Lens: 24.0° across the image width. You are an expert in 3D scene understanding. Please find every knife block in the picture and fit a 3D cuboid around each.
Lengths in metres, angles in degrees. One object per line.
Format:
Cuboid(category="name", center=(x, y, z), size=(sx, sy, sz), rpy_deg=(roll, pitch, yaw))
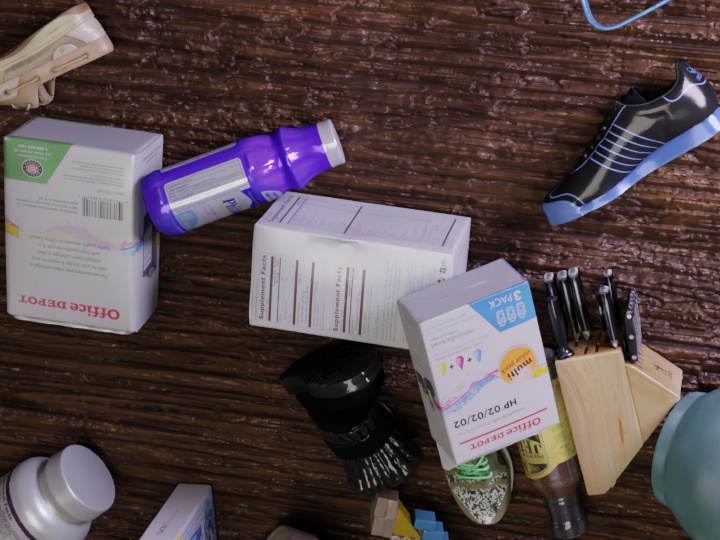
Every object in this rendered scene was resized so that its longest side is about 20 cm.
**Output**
Cuboid(category="knife block", center=(0.226, 0.103, 1.703), size=(0.175, 0.064, 0.200), rpy_deg=(32, 115, 0))

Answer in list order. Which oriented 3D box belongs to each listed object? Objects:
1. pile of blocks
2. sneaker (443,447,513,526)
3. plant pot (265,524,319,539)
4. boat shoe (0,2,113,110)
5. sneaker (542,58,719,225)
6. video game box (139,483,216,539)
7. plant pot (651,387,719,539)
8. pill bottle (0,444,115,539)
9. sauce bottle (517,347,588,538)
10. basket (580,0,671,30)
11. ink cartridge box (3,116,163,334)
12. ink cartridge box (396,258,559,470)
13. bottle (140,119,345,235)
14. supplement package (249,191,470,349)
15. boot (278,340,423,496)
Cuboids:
Cuboid(category="pile of blocks", center=(0.075, 0.301, 1.824), size=(0.082, 0.062, 0.200), rpy_deg=(-26, 112, 9))
Cuboid(category="sneaker", center=(0.110, 0.183, 1.748), size=(0.077, 0.089, 0.200), rpy_deg=(-6, 110, 15))
Cuboid(category="plant pot", center=(-0.035, 0.396, 1.830), size=(0.173, 0.200, 0.200), rpy_deg=(21, 116, -15))
Cuboid(category="boat shoe", center=(-0.341, -0.193, 1.715), size=(0.200, 0.071, 0.065), rpy_deg=(-31, 101, 21))
Cuboid(category="sneaker", center=(0.248, -0.122, 1.609), size=(0.200, 0.070, 0.078), rpy_deg=(-33, 97, 16))
Cuboid(category="video game box", center=(-0.202, 0.357, 1.831), size=(0.047, 0.200, 0.183), rpy_deg=(4, 112, 13))
Cuboid(category="plant pot", center=(0.369, 0.192, 1.649), size=(0.134, 0.200, 0.201), rpy_deg=(17, 117, 36))
Cuboid(category="pill bottle", center=(-0.372, 0.277, 1.889), size=(0.200, 0.112, 0.112), rpy_deg=(-34, 101, 23))
Cuboid(category="sauce bottle", center=(0.195, 0.180, 1.740), size=(0.065, 0.065, 0.200), rpy_deg=(-11, 107, 17))
Cuboid(category="basket", center=(0.247, -0.330, 1.481), size=(0.176, 0.139, 0.200), rpy_deg=(-23, 95, 20))
Cuboid(category="ink cartridge box", center=(-0.287, -0.046, 1.752), size=(0.145, 0.088, 0.200), rpy_deg=(8, 111, 11))
Cuboid(category="ink cartridge box", center=(0.118, 0.105, 1.622), size=(0.115, 0.068, 0.200), rpy_deg=(-21, 116, -11))
Cuboid(category="bottle", center=(-0.116, -0.095, 1.688), size=(0.200, 0.084, 0.065), rpy_deg=(-19, 80, 4))
Cuboid(category="supplement package", center=(0.000, 0.000, 1.688), size=(0.200, 0.114, 0.110), rpy_deg=(9, 112, 11))
Cuboid(category="boot", center=(0.006, 0.154, 1.720), size=(0.079, 0.211, 0.158), rpy_deg=(-35, 98, -14))
